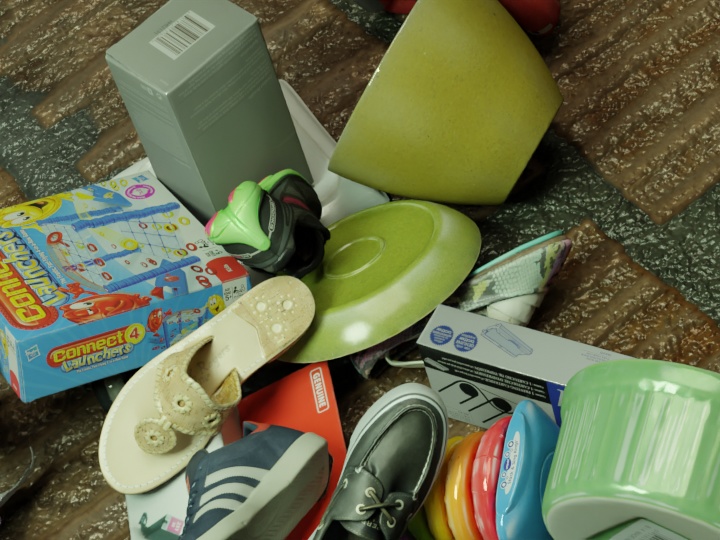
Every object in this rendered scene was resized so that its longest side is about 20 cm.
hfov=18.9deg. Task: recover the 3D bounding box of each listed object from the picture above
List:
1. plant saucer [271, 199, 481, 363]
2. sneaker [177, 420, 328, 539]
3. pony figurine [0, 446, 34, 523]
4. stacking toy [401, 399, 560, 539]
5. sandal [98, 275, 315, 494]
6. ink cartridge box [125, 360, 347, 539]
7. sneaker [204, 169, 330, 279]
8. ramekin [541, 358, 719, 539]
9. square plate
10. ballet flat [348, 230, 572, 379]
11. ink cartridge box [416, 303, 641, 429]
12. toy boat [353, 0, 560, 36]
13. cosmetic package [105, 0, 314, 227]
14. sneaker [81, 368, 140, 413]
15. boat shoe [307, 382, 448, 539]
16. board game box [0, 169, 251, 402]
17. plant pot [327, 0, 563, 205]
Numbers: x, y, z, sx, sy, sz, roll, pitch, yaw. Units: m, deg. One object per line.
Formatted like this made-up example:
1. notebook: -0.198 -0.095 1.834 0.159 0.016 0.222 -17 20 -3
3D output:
1. plant saucer: 0.000 0.000 1.733 0.199 0.031 0.200 -23 27 12
2. sneaker: -0.104 0.176 1.551 0.084 0.075 0.200 20 37 24
3. pony figurine: -0.322 0.217 1.639 0.192 0.167 0.201 -33 65 -2
4. stacking toy: 0.057 0.166 1.598 0.199 0.110 0.117 -6 58 31
5. sandal: -0.118 0.079 1.624 0.212 0.070 0.078 -43 86 -9
6. ink cartridge box: -0.093 0.167 1.638 0.173 0.044 0.201 -28 47 15
7. sneaker: -0.066 -0.028 1.726 0.084 0.200 0.077 43 105 4
8. ramekin: 0.220 0.154 1.486 0.199 0.200 0.098 10 62 24
9. square plate: -0.106 -0.071 1.877 0.197 0.029 0.200 -32 50 -10
10. ballet flat: 0.083 0.036 1.713 0.199 0.069 0.072 -21 76 9
11. ink cartridge box: 0.146 0.092 1.622 0.199 0.094 0.044 15 56 27
12. toy boat: 0.077 -0.227 1.910 0.198 0.130 0.132 5 83 21
13. cosmetic package: -0.120 -0.121 1.773 0.090 0.201 0.107 33 64 33
14. sneaker: -0.238 0.069 1.763 0.114 0.076 0.200 -28 39 -2
15. boat shoe: 0.005 0.175 1.525 0.201 0.068 0.057 -62 10 11
16. board game box: -0.215 0.007 1.717 0.195 0.056 0.200 -16 34 -25
17. plant pot: 0.083 -0.134 1.785 0.141 0.200 0.201 30 60 2
